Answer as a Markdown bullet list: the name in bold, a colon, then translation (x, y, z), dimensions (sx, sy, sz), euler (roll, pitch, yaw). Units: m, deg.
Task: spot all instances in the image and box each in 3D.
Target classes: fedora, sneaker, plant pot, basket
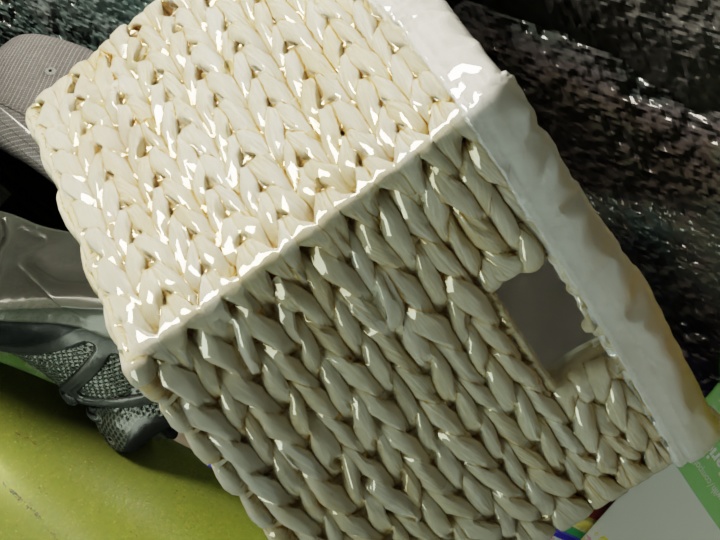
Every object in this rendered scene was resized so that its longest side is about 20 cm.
- **fedora**: translation (-0.146, -0.053, 1.105), dimensions (0.200, 0.090, 0.177), euler (32, 158, 17)
- **sneaker**: translation (-0.148, 0.033, 1.015), dimensions (0.198, 0.076, 0.115), euler (6, 132, 6)
- **plant pot**: translation (-0.154, 0.140, 1.068), dimensions (0.200, 0.187, 0.187), euler (41, 159, -1)
- **basket**: translation (-0.001, -0.007, 0.781), dimensions (0.198, 0.161, 0.200), euler (54, -176, -38)

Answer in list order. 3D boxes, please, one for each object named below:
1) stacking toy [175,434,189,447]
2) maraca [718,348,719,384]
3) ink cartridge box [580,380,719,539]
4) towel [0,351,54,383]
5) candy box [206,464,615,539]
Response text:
- **stacking toy**: translation (-0.018, 0.109, 1.236), dimensions (0.146, 0.147, 0.200), euler (19, 171, 41)
- **maraca**: translation (0.212, 0.050, 0.709), dimensions (0.199, 0.107, 0.138), euler (17, 117, 34)
- **ink cartridge box**: translation (0.137, 0.146, 0.865), dimensions (0.117, 0.200, 0.067), euler (18, -151, -41)
- **towel**: translation (-0.226, -0.015, 1.179), dimensions (0.149, 0.200, 0.031), euler (29, 119, -15)
- **candy box**: translation (0.061, 0.087, 0.958), dimensions (0.199, 0.077, 0.169), euler (0, 160, 39)
